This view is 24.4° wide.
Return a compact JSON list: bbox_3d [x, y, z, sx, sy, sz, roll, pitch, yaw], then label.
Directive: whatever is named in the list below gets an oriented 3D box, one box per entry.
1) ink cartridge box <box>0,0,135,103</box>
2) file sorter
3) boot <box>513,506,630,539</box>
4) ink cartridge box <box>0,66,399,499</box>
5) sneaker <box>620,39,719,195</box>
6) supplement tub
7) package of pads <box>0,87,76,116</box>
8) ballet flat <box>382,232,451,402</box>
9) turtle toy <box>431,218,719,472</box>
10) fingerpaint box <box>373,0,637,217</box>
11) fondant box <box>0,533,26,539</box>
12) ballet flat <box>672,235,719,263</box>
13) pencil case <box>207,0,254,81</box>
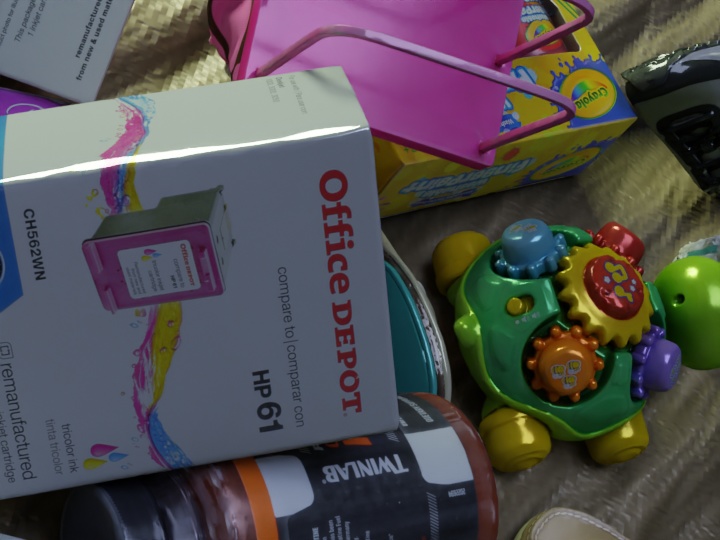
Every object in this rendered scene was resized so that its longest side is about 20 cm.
[{"bbox_3d":[-0.217,-0.170,0.830,0.198,0.084,0.147,20,16,-21],"label":"ink cartridge box"},{"bbox_3d":[0.043,-0.171,0.785,0.138,0.125,0.202,16,79,-21],"label":"file sorter"},{"bbox_3d":[0.171,0.171,0.839,0.200,0.156,0.073,42,63,17],"label":"boot"},{"bbox_3d":[-0.088,0.005,0.720,0.198,0.146,0.085,-10,25,-8],"label":"ink cartridge box"},{"bbox_3d":[0.234,-0.092,1.087,0.199,0.073,0.080,23,57,-53],"label":"sneaker"},{"bbox_3d":[-0.038,0.120,0.786,0.198,0.107,0.108,-5,64,-36],"label":"supplement tub"},{"bbox_3d":[-0.172,-0.027,0.813,0.198,0.076,0.122,10,60,-27],"label":"package of pads"},{"bbox_3d":[0.000,0.000,0.922,0.069,0.069,0.201,-20,72,-39],"label":"ballet flat"},{"bbox_3d":[0.139,0.030,0.960,0.198,0.101,0.147,1,61,-32],"label":"turtle toy"},{"bbox_3d":[0.050,-0.131,1.025,0.198,0.073,0.168,-13,69,-37],"label":"fingerpaint box"},{"bbox_3d":[-0.158,0.195,0.637,0.200,0.143,0.059,-51,136,-42],"label":"fondant box"},{"bbox_3d":[0.295,0.029,1.089,0.198,0.072,0.072,21,52,-21],"label":"ballet flat"},{"bbox_3d":[-0.039,-0.059,0.858,0.090,0.093,0.202,29,48,-46],"label":"pencil case"}]
